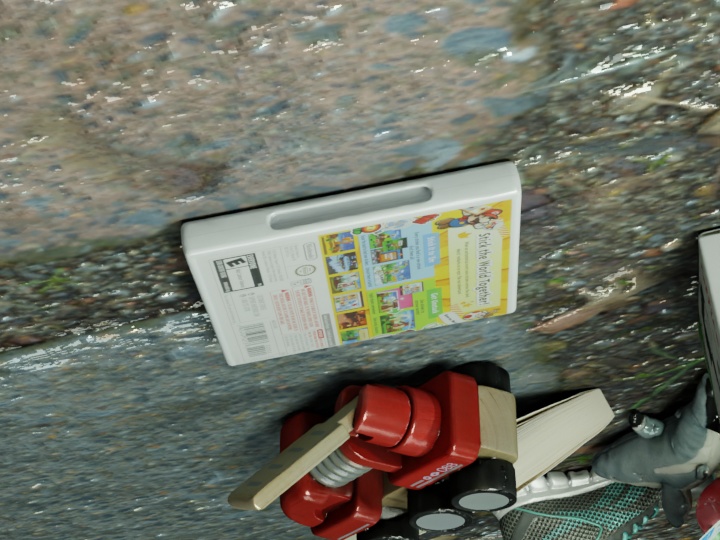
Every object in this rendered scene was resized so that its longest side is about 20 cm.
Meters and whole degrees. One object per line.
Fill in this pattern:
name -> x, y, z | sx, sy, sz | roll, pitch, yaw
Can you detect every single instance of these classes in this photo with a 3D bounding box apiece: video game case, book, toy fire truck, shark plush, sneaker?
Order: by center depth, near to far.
video game case -> 0.000, 0.000, 1.159 | 0.182, 0.023, 0.200 | -11, 159, -1
toy fire truck -> -0.012, 0.133, 1.396 | 0.200, 0.129, 0.176 | 17, 149, -31
book -> 0.088, 0.157, 1.556 | 0.133, 0.048, 0.200 | -23, 172, -42
shark plush -> 0.244, 0.139, 1.610 | 0.083, 0.091, 0.200 | 22, 164, 1
sneaker -> 0.213, 0.216, 1.758 | 0.200, 0.091, 0.078 | -11, 161, 0

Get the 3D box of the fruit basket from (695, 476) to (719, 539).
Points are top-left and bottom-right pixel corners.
fruit basket -> 0.327, 0.179, 1.615 | 0.200, 0.094, 0.185 | -46, 165, -14

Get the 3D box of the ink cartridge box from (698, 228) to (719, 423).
ink cartridge box -> 0.268, 0.064, 1.294 | 0.083, 0.147, 0.200 | -12, 159, 5
